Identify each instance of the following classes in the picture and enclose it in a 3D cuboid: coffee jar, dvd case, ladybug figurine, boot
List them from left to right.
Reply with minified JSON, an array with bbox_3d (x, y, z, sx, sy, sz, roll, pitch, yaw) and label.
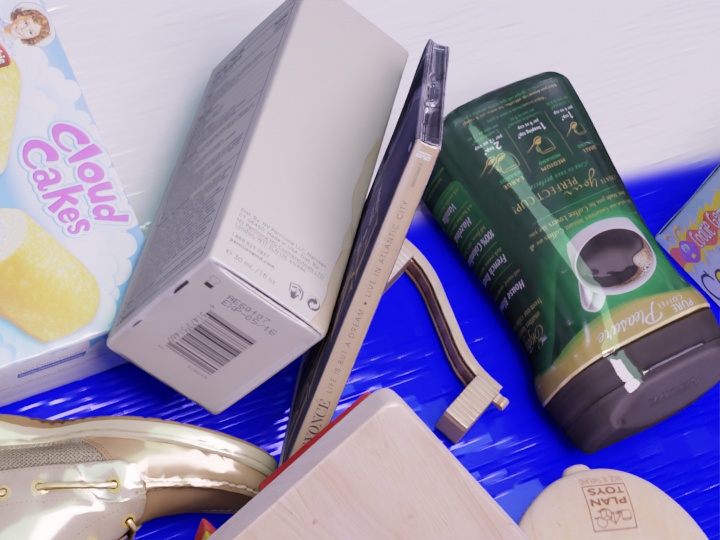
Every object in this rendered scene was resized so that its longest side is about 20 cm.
[{"bbox_3d":[-0.140,0.151,0.902,0.198,0.073,0.157,3,65,-6],"label":"boot"},{"bbox_3d":[0.000,0.000,0.910,0.016,0.201,0.149,19,24,-5],"label":"dvd case"},{"bbox_3d":[0.116,-0.004,1.032,0.104,0.085,0.201,-22,73,-25],"label":"coffee jar"},{"bbox_3d":[0.131,0.199,0.954,0.134,0.072,0.202,-3,68,-15],"label":"ladybug figurine"}]

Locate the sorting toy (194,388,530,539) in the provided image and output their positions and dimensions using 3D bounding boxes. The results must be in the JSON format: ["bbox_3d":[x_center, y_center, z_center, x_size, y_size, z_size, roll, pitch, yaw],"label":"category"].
[{"bbox_3d":[-0.006,0.176,0.867,0.198,0.070,0.200,-41,114,3],"label":"sorting toy"}]

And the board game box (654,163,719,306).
[{"bbox_3d":[0.287,-0.059,1.090,0.200,0.105,0.103,-39,81,-25],"label":"board game box"}]

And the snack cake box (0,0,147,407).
[{"bbox_3d":[-0.188,-0.038,0.980,0.114,0.067,0.201,-19,73,-20],"label":"snack cake box"}]

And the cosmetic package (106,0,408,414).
[{"bbox_3d":[-0.049,-0.040,0.945,0.073,0.103,0.201,35,48,-19],"label":"cosmetic package"}]

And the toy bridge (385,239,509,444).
[{"bbox_3d":[0.005,0.009,1.030,0.200,0.027,0.067,41,62,7],"label":"toy bridge"}]
